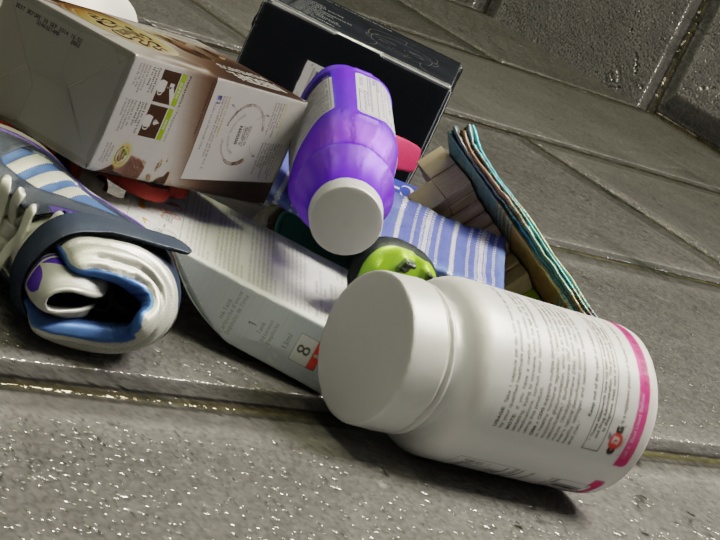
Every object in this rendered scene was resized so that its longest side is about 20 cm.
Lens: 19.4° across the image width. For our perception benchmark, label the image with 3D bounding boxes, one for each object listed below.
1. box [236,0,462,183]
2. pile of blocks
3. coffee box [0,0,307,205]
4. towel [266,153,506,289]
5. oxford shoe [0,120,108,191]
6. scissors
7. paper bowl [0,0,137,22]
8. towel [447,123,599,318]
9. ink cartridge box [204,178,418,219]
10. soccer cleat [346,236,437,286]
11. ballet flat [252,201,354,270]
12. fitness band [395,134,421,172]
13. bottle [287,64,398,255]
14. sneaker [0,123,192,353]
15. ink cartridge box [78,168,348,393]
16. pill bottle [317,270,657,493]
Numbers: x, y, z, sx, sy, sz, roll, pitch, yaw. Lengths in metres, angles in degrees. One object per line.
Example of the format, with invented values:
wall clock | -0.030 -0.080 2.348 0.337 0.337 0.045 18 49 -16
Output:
box | -0.015 -0.182 2.066 0.199 0.124 0.197 26 15 0
pile of blocks | 0.089 0.007 1.612 0.201 0.062 0.082 58 -6 1
coffee box | -0.139 -0.109 1.353 0.113 0.080 0.200 30 11 29
towel | 0.014 -0.041 1.500 0.199 0.024 0.145 23 15 -2
oxford shoe | -0.258 -0.104 1.454 0.200 0.071 0.072 40 10 18
scissors | -0.205 -0.089 1.371 0.199 0.014 0.073 24 14 -1
paper bowl | -0.247 -0.184 1.567 0.200 0.105 0.201 29 -6 3
towel | 0.128 -0.012 1.602 0.201 0.022 0.147 57 -5 12
ink cartridge box | -0.036 -0.050 1.627 0.199 0.044 0.094 22 40 -20
soccer cleat | 0.024 0.022 1.420 0.081 0.068 0.200 36 -5 29
ballet flat | 0.000 0.000 1.540 0.199 0.076 0.064 26 -22 -26
fitness band | -0.046 -0.112 1.734 0.199 0.038 0.143 16 -3 29
bottle | -0.012 -0.070 1.391 0.065 0.084 0.200 22 20 -11
sneaker | -0.193 -0.021 1.208 0.199 0.081 0.146 30 8 -11
ink cartridge box | -0.101 -0.003 1.380 0.199 0.050 0.162 25 14 -8
pill bottle | 0.079 0.068 1.313 0.199 0.114 0.113 16 16 -36
